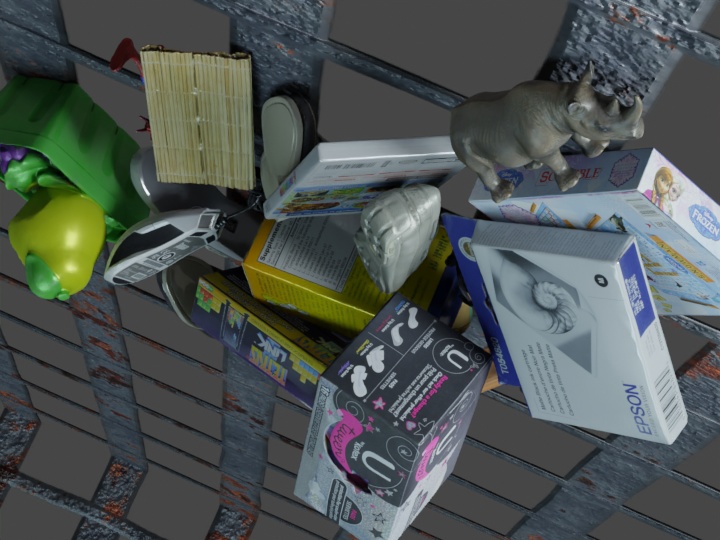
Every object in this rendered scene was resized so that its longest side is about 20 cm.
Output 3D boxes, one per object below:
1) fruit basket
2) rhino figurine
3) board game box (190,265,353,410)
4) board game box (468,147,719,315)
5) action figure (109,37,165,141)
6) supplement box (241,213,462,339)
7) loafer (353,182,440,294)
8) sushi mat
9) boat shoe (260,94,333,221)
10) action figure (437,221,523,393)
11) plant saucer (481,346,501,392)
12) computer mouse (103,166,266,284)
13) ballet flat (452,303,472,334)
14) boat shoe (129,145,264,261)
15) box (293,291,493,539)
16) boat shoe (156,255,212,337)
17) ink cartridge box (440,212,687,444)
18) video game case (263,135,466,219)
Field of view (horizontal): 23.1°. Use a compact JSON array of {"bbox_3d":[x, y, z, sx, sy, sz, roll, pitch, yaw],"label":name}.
[{"bbox_3d":[-0.309,-0.067,1.778,0.155,0.217,0.216,12,158,34],"label":"fruit basket"},{"bbox_3d":[0.138,-0.106,1.307,0.087,0.060,0.200,43,153,-21],"label":"rhino figurine"},{"bbox_3d":[-0.047,0.060,1.802,0.200,0.057,0.165,34,-148,33],"label":"board game box"},{"bbox_3d":[0.224,-0.027,1.452,0.200,0.041,0.199,36,159,-32],"label":"board game box"},{"bbox_3d":[-0.166,-0.141,1.636,0.065,0.052,0.200,9,160,26],"label":"action figure"},{"bbox_3d":[0.000,0.000,1.713,0.199,0.109,0.110,21,162,11],"label":"supplement box"},{"bbox_3d":[0.037,-0.029,1.557,0.070,0.069,0.200,61,171,8],"label":"loafer"},{"bbox_3d":[-0.142,-0.134,1.571,0.095,0.012,0.200,7,148,3],"label":"sushi mat"},{"bbox_3d":[-0.051,-0.108,1.592,0.062,0.073,0.200,-17,161,-13],"label":"boat shoe"},{"bbox_3d":[0.149,0.020,1.603,0.201,0.102,0.119,58,161,-15],"label":"action figure"},{"bbox_3d":[0.121,0.102,1.757,0.199,0.033,0.200,-20,172,-3],"label":"plant saucer"},{"bbox_3d":[-0.172,-0.047,1.736,0.199,0.044,0.110,-27,167,10],"label":"computer mouse"},{"bbox_3d":[0.025,0.005,1.802,0.199,0.069,0.063,20,134,7],"label":"ballet flat"},{"bbox_3d":[-0.176,-0.067,1.828,0.070,0.071,0.200,4,159,45],"label":"boat shoe"},{"bbox_3d":[0.028,0.146,1.623,0.114,0.132,0.201,32,143,15],"label":"box"},{"bbox_3d":[-0.205,0.032,2.117,0.062,0.073,0.200,14,165,27],"label":"boat shoe"},{"bbox_3d":[0.163,0.048,1.491,0.199,0.041,0.201,9,133,40],"label":"ink cartridge box"},{"bbox_3d":[0.006,-0.079,1.514,0.142,0.018,0.200,-5,169,-17],"label":"video game case"}]
